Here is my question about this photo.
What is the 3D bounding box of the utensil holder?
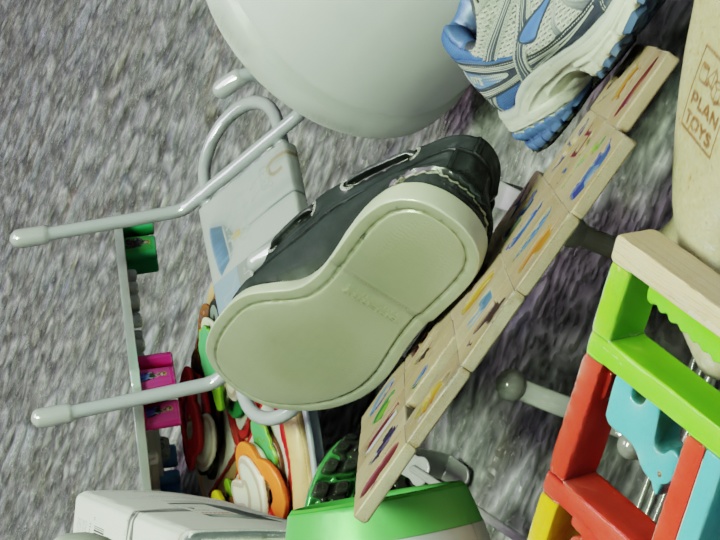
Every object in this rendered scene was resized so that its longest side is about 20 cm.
[{"bbox_3d":[0.040,-0.184,0.960,0.200,0.169,0.171,-36,43,48],"label":"utensil holder"}]

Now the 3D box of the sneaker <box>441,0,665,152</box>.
[{"bbox_3d":[0.081,-0.122,0.819,0.077,0.085,0.200,-50,-2,-29],"label":"sneaker"}]

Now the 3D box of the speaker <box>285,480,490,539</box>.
[{"bbox_3d":[0.023,0.187,0.771,0.088,0.088,0.202,-18,80,60],"label":"speaker"}]

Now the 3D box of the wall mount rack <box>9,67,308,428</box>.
[{"bbox_3d":[-0.091,-0.005,1.003,0.173,0.074,0.201,-36,47,27],"label":"wall mount rack"}]

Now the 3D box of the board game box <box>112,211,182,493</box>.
[{"bbox_3d":[-0.116,0.096,1.137,0.200,0.026,0.202,-108,14,-62],"label":"board game box"}]

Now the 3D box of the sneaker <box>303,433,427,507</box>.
[{"bbox_3d":[-0.013,0.174,0.934,0.085,0.077,0.202,-25,52,59],"label":"sneaker"}]

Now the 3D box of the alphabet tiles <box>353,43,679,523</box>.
[{"bbox_3d":[0.058,-0.003,0.777,0.201,0.008,0.167,-55,4,7],"label":"alphabet tiles"}]

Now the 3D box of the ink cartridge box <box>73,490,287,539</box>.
[{"bbox_3d":[-0.074,0.180,0.892,0.200,0.084,0.147,177,97,-71],"label":"ink cartridge box"}]

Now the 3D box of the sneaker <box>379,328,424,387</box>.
[{"bbox_3d":[0.005,0.006,1.040,0.087,0.074,0.200,-55,26,-5],"label":"sneaker"}]

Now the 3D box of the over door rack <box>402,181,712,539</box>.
[{"bbox_3d":[0.074,0.049,0.847,0.200,0.066,0.149,32,103,65],"label":"over door rack"}]

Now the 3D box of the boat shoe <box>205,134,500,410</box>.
[{"bbox_3d":[-0.002,-0.002,0.869,0.199,0.074,0.066,-47,12,52],"label":"boat shoe"}]

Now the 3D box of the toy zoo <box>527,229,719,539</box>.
[{"bbox_3d":[0.112,0.105,0.694,0.131,0.020,0.202,41,127,42],"label":"toy zoo"}]

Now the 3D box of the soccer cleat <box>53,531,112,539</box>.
[{"bbox_3d":[-0.046,0.173,0.736,0.086,0.070,0.201,-37,76,23],"label":"soccer cleat"}]

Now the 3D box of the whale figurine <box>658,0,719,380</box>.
[{"bbox_3d":[0.168,-0.058,0.691,0.159,0.103,0.202,-117,41,-57],"label":"whale figurine"}]

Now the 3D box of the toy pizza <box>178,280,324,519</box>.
[{"bbox_3d":[-0.065,0.098,1.061,0.200,0.031,0.202,173,90,-70],"label":"toy pizza"}]
